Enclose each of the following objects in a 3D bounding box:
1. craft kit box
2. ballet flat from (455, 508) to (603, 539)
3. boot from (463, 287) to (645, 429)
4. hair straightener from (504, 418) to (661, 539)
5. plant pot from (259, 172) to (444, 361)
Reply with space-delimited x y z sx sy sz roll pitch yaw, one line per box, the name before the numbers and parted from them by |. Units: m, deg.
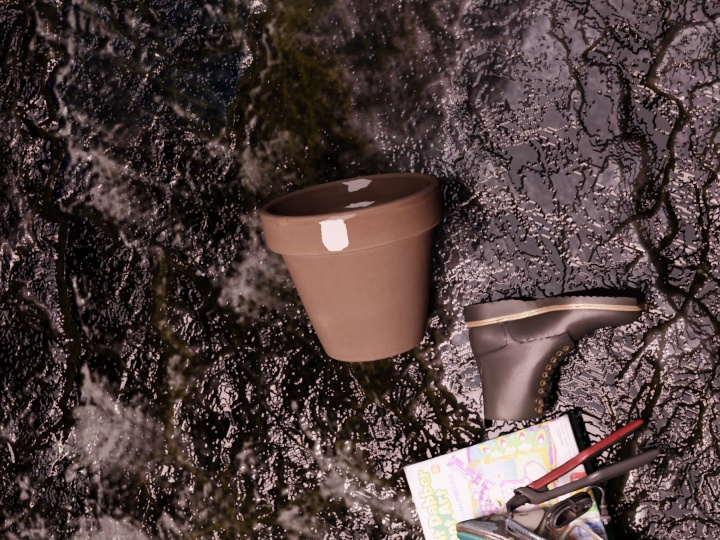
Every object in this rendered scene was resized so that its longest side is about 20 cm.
craft kit box | 0.169 0.278 1.481 0.196 0.048 0.202 -21 82 20
ballet flat | 0.198 0.287 1.423 0.199 0.074 0.075 22 96 16
boot | 0.213 0.094 1.461 0.199 0.077 0.140 -7 90 32
hair straightener | 0.232 0.226 1.402 0.199 0.041 0.077 -23 72 -26
plant pot | 0.000 0.000 1.485 0.199 0.200 0.176 -4 105 19
